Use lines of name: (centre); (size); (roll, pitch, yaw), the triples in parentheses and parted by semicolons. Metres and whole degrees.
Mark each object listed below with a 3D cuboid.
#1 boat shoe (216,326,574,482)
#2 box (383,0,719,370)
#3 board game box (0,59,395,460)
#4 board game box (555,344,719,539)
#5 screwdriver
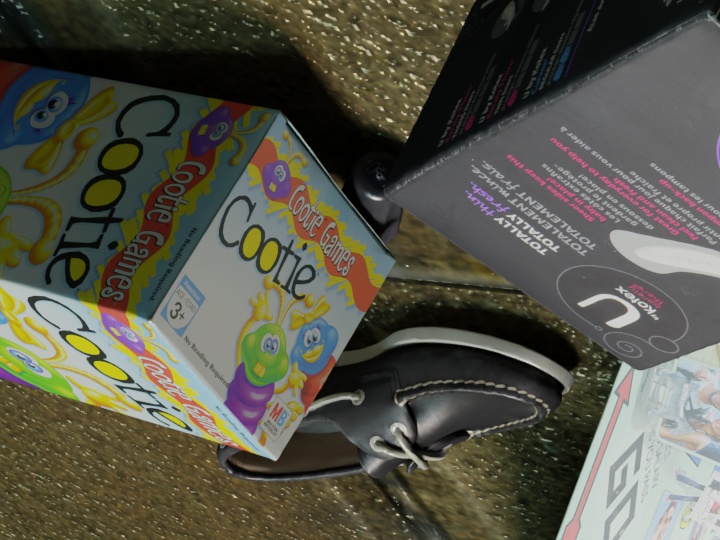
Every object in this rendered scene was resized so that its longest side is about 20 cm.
boat shoe: (0.011, 0.066, 1.252); (0.199, 0.061, 0.074); (-3, 150, 40)
box: (0.117, -0.059, 0.882); (0.122, 0.107, 0.200); (35, 153, -17)
board game box: (-0.105, -0.009, 1.134); (0.199, 0.103, 0.105); (12, 152, 41)
board game box: (0.152, 0.115, 1.145); (0.134, 0.029, 0.201); (21, 118, 7)
screwdriver: (0.000, 0.000, 1.187); (0.029, 0.028, 0.200); (48, 161, 17)
